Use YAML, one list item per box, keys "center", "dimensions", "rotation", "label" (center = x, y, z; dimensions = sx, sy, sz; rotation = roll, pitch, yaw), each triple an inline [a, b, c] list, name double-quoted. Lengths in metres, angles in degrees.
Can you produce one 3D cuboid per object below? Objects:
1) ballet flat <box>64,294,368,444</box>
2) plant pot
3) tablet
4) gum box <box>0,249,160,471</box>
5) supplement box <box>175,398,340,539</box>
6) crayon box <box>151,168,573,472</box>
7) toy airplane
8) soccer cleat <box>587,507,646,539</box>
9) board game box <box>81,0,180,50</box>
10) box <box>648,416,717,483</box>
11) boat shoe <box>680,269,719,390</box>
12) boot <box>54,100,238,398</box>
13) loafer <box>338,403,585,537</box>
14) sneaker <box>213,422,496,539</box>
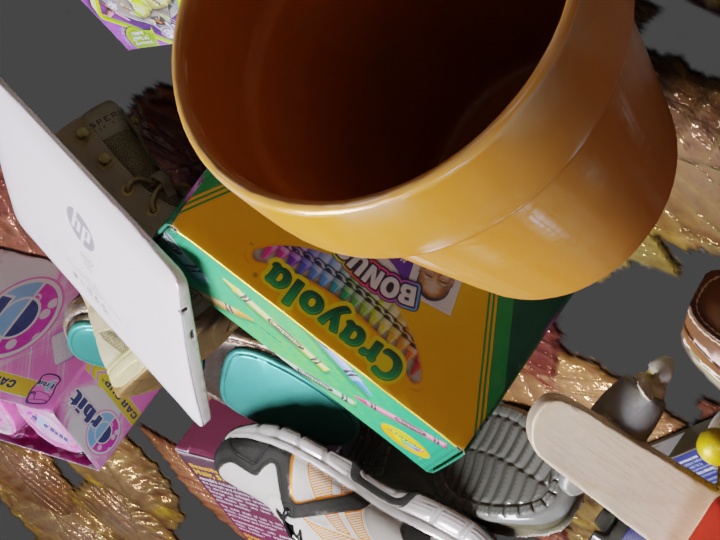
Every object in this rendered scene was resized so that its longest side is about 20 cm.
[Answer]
- center: [-0.083, 0.045, 1.771]
  dimensions: [0.200, 0.067, 0.068]
  rotation: [21, 136, -2]
  label: "ballet flat"
- center: [0.049, -0.079, 1.258]
  dimensions: [0.200, 0.200, 0.183]
  rotation: [17, 167, 37]
  label: "plant pot"
- center: [-0.147, -0.012, 1.581]
  dimensions: [0.200, 0.014, 0.130]
  rotation: [45, 155, 34]
  label: "tablet"
- center: [-0.226, 0.056, 1.955]
  dimensions: [0.200, 0.114, 0.066]
  rotation: [12, 147, 44]
  label: "gum box"
- center: [-0.019, 0.158, 1.898]
  dimensions: [0.110, 0.086, 0.200]
  rotation: [14, 148, 42]
  label: "supplement box"
- center: [0.000, 0.000, 1.535]
  dimensions: [0.200, 0.119, 0.058]
  rotation: [38, 157, -5]
  label: "crayon box"
- center: [0.197, 0.131, 1.489]
  dimensions: [0.199, 0.141, 0.200]
  rotation: [-5, 129, 11]
  label: "toy airplane"
- center: [0.166, 0.201, 1.758]
  dimensions: [0.084, 0.065, 0.200]
  rotation: [30, 156, 7]
  label: "soccer cleat"
- center: [-0.100, -0.169, 1.469]
  dimensions: [0.200, 0.032, 0.120]
  rotation: [0, 135, 54]
  label: "board game box"
- center: [0.247, 0.162, 1.612]
  dimensions: [0.200, 0.032, 0.121]
  rotation: [40, 157, -7]
  label: "box"
- center: [0.252, 0.045, 1.347]
  dimensions: [0.200, 0.076, 0.074]
  rotation: [22, 149, 10]
  label: "boat shoe"
- center: [-0.106, -0.039, 1.649]
  dimensions: [0.200, 0.073, 0.156]
  rotation: [-40, 72, 34]
  label: "boot"
- center: [0.072, 0.124, 1.749]
  dimensions: [0.070, 0.075, 0.200]
  rotation: [37, 164, -36]
  label: "loafer"
- center: [-0.013, 0.157, 1.721]
  dimensions: [0.200, 0.080, 0.074]
  rotation: [24, 165, 28]
  label: "sneaker"
